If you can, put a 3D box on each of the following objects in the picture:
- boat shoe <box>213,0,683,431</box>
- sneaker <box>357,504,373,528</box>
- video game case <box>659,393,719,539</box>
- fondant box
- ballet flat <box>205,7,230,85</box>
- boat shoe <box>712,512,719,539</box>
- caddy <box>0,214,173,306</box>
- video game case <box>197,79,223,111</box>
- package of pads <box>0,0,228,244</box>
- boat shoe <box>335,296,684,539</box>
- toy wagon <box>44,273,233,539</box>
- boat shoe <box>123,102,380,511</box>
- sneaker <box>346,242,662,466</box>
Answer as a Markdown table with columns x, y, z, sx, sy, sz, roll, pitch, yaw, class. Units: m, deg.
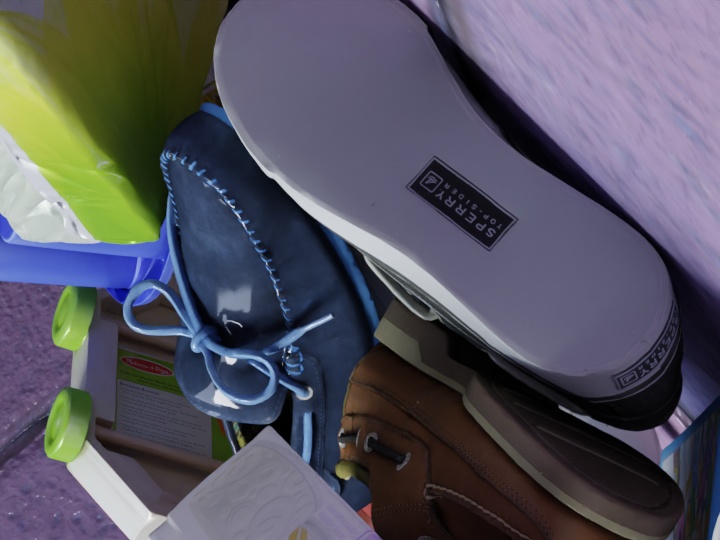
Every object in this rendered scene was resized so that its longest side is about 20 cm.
| x | y | z | sx | sy | sz | roll | pitch | yaw | class |
| --- | --- | --- | --- | --- | --- | --- | --- | --- | --- |
| 0.026 | -0.019 | 0.837 | 0.200 | 0.071 | 0.064 | 45 | 172 | 30 | boat shoe |
| -0.017 | 0.077 | 1.131 | 0.078 | 0.115 | 0.200 | 48 | -164 | -6 | sneaker |
| 0.109 | 0.121 | 0.863 | 0.018 | 0.144 | 0.200 | 6 | 171 | 2 | video game case |
| 0.031 | 0.157 | 0.819 | 0.200 | 0.058 | 0.144 | 51 | 174 | -28 | fondant box |
| -0.059 | -0.071 | 1.220 | 0.200 | 0.069 | 0.069 | 52 | 174 | -14 | ballet flat |
| 0.118 | 0.079 | 0.653 | 0.075 | 0.086 | 0.202 | 48 | 175 | 21 | boat shoe |
| -0.123 | -0.084 | 1.149 | 0.141 | 0.104 | 0.202 | 151 | 114 | -63 | caddy |
| 0.000 | 0.000 | 1.090 | 0.200 | 0.025 | 0.181 | 51 | -164 | -3 | video game case |
| -0.118 | -0.126 | 0.903 | 0.068 | 0.155 | 0.200 | -3 | 144 | 26 | package of pads |
| 0.042 | 0.070 | 0.830 | 0.072 | 0.068 | 0.200 | 28 | -176 | -17 | boat shoe |
| -0.068 | 0.051 | 1.207 | 0.154 | 0.040 | 0.201 | 18 | -140 | -19 | toy wagon |
| -0.032 | 0.031 | 0.926 | 0.084 | 0.069 | 0.201 | 34 | 156 | 45 | boat shoe |
| 0.046 | 0.026 | 0.958 | 0.200 | 0.075 | 0.099 | 45 | 161 | -16 | sneaker |
